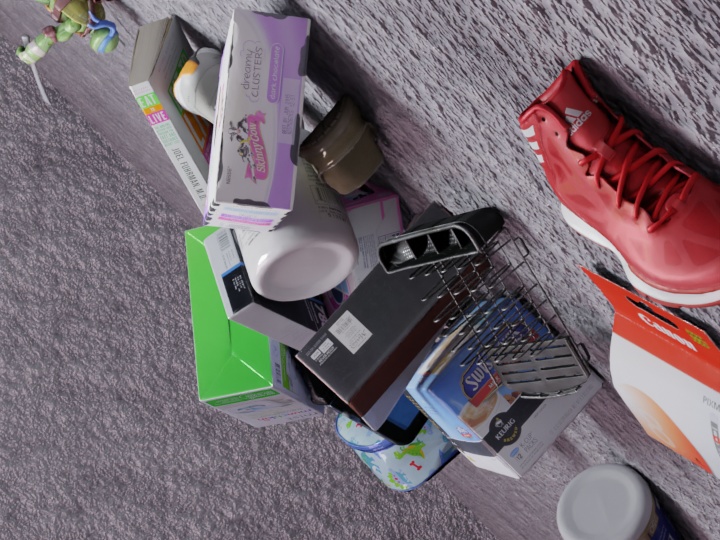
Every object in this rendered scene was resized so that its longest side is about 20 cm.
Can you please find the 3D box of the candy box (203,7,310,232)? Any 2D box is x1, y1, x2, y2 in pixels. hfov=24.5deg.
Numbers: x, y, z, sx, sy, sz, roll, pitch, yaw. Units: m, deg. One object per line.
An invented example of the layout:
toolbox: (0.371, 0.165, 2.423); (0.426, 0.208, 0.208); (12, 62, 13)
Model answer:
candy box: (-0.095, -0.129, 1.492); (0.071, 0.170, 0.200); (7, 176, -7)

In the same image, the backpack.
backpack: (0.063, 0.156, 2.048); (0.147, 0.200, 0.183); (47, 172, -23)

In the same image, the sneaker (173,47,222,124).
sneaker: (-0.130, -0.176, 1.836); (0.092, 0.076, 0.200); (31, 174, 30)

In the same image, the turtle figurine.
turtle figurine: (-0.401, -0.331, 2.111); (0.194, 0.144, 0.200); (49, 168, -6)

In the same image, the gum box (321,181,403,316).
gum box: (0.000, 0.000, 1.761); (0.113, 0.065, 0.202); (28, 130, 61)

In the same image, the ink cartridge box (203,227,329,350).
ink cartridge box: (-0.082, 0.029, 1.734); (0.200, 0.039, 0.100); (30, -147, -55)

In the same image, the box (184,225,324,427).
box: (-0.117, 0.061, 1.898); (0.176, 0.096, 0.203); (39, -138, -68)

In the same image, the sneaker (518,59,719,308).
sneaker: (0.153, -0.054, 0.974); (0.116, 0.078, 0.200); (47, 170, -31)

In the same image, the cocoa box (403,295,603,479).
cocoa box: (0.139, 0.119, 1.714); (0.131, 0.133, 0.200); (44, 172, -3)

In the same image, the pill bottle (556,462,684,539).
pill bottle: (0.315, 0.320, 1.931); (0.115, 0.116, 0.200); (35, 169, 46)

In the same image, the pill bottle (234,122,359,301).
pill bottle: (-0.081, -0.081, 1.672); (0.115, 0.113, 0.202); (57, -168, -60)

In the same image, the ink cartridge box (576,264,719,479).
ink cartridge box: (0.254, 0.095, 1.327); (0.200, 0.050, 0.162); (46, 172, -36)

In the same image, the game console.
game console: (0.027, 0.069, 1.893); (0.117, 0.200, 0.172); (3, 129, 36)

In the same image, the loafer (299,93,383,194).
loafer: (-0.013, -0.113, 1.544); (0.068, 0.076, 0.200); (43, -179, -2)

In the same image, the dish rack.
dish rack: (0.116, 0.038, 1.493); (0.201, 0.054, 0.153); (58, 151, -11)

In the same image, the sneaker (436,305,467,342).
sneaker: (0.050, 0.004, 1.844); (0.200, 0.067, 0.091); (41, 169, 0)

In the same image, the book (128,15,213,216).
book: (-0.197, -0.167, 1.881); (0.134, 0.048, 0.201); (-85, -27, -50)

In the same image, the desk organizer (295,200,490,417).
desk organizer: (0.036, 0.040, 1.599); (0.072, 0.200, 0.077); (40, 173, 20)

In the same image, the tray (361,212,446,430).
tray: (0.032, 0.050, 1.674); (0.022, 0.201, 0.108); (5, 144, 49)
